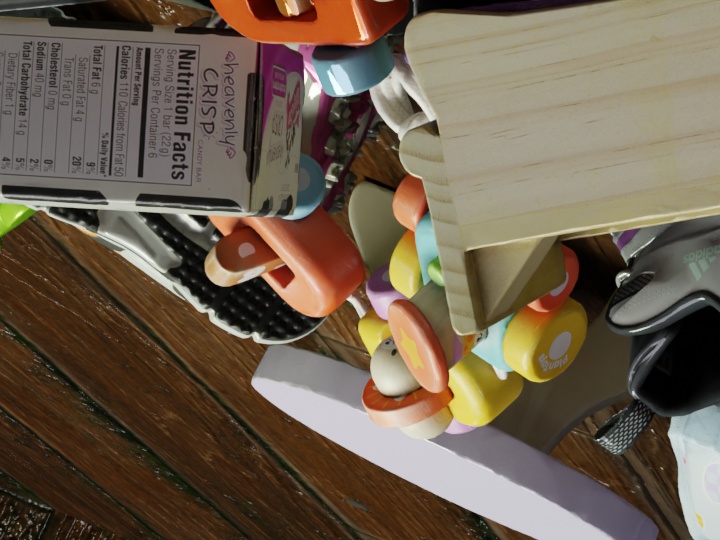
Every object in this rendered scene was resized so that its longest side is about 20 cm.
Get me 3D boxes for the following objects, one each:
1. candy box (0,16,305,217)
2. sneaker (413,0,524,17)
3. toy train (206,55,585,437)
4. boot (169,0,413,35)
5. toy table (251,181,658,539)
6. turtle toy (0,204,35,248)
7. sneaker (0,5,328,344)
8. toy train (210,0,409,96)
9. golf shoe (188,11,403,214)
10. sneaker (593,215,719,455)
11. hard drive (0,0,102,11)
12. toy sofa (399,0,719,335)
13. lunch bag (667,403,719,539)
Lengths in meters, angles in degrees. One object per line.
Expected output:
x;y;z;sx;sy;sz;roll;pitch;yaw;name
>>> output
-0.124;-0.053;0.984;0.200;0.061;0.136;4;-179;3;candy box
0.041;-0.094;0.959;0.070;0.082;0.200;19;167;15;sneaker
0.000;0.000;1.080;0.150;0.056;0.200;50;158;-3;toy train
-0.064;-0.129;1.085;0.200;0.068;0.131;9;-172;2;boot
0.063;0.045;1.403;0.200;0.117;0.184;26;168;0;toy table
-0.170;-0.064;1.359;0.101;0.146;0.200;50;177;-3;turtle toy
-0.100;-0.039;1.244;0.200;0.074;0.080;41;176;-9;sneaker
-0.054;-0.148;0.875;0.150;0.056;0.200;0;123;47;toy train
-0.035;-0.076;1.206;0.092;0.075;0.200;28;166;3;golf shoe
0.108;0.000;1.072;0.078;0.140;0.200;25;168;-20;sneaker
-0.213;-0.145;1.220;0.200;0.027;0.132;20;-163;26;hard drive
0.117;-0.047;0.866;0.200;0.098;0.083;-10;-173;26;toy sofa
0.245;0.100;1.267;0.170;0.127;0.200;18;175;39;lunch bag
